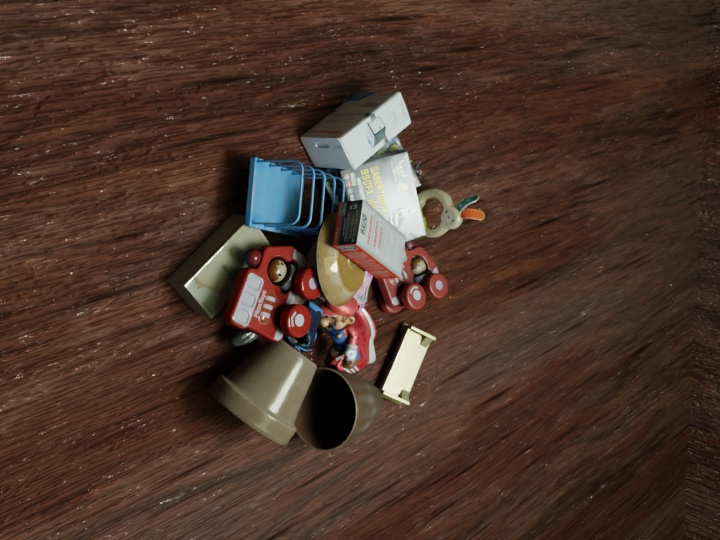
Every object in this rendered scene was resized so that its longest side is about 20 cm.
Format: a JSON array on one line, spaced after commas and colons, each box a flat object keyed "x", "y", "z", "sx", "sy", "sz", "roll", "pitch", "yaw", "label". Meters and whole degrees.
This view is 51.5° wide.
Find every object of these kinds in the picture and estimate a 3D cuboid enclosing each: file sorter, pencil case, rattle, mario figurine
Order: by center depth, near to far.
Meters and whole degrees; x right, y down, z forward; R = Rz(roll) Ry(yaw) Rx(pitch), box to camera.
[{"x": -0.130, "y": -0.146, "z": 1.546, "sx": 0.200, "sy": 0.122, "sz": 0.139, "roll": 9, "pitch": 86, "yaw": -65, "label": "file sorter"}, {"x": -0.060, "y": 0.134, "z": 1.671, "sx": 0.106, "sy": 0.123, "sz": 0.200, "roll": -65, "pitch": 154, "yaw": -46, "label": "mario figurine"}, {"x": 0.000, "y": 0.000, "z": 1.736, "sx": 0.087, "sy": 0.087, "sz": 0.200, "roll": 42, "pitch": 61, "yaw": -40, "label": "pencil case"}, {"x": 0.182, "y": -0.144, "z": 1.830, "sx": 0.143, "sy": 0.200, "sz": 0.130, "roll": 18, "pitch": 86, "yaw": -48, "label": "rattle"}]

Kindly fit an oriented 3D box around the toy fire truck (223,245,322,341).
[{"x": -0.179, "y": 0.039, "z": 1.500, "sx": 0.168, "sy": 0.112, "sz": 0.200, "roll": 35, "pitch": 67, "yaw": -44, "label": "toy fire truck"}]

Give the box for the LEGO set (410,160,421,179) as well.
[{"x": 0.063, "y": -0.198, "z": 1.768, "sx": 0.154, "sy": 0.116, "sz": 0.200, "roll": 33, "pitch": 77, "yaw": -42, "label": "LEGO set"}]

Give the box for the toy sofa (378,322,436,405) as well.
[{"x": 0.111, "y": 0.244, "z": 1.952, "sx": 0.083, "sy": 0.098, "sz": 0.200, "roll": 26, "pitch": 81, "yaw": -18, "label": "toy sofa"}]

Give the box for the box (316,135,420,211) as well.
[{"x": 0.020, "y": -0.209, "z": 1.699, "sx": 0.200, "sy": 0.040, "sz": 0.137, "roll": -29, "pitch": 105, "yaw": -3, "label": "box"}]

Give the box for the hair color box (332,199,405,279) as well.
[{"x": 0.022, "y": -0.061, "z": 1.559, "sx": 0.200, "sy": 0.061, "sz": 0.102, "roll": 37, "pitch": 56, "yaw": -54, "label": "hair color box"}]

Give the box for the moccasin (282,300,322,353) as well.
[{"x": -0.139, "y": 0.133, "z": 1.639, "sx": 0.068, "sy": 0.080, "sz": 0.200, "roll": -52, "pitch": 168, "yaw": -33, "label": "moccasin"}]

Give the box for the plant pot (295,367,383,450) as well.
[{"x": -0.034, "y": 0.320, "z": 1.775, "sx": 0.200, "sy": 0.187, "sz": 0.187, "roll": 6, "pitch": 95, "yaw": -57, "label": "plant pot"}]

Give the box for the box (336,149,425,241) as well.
[{"x": 0.047, "y": -0.153, "z": 1.669, "sx": 0.158, "sy": 0.048, "sz": 0.200, "roll": -16, "pitch": 109, "yaw": -7, "label": "box"}]

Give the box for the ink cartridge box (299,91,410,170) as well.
[{"x": -0.011, "y": -0.313, "z": 1.654, "sx": 0.200, "sy": 0.146, "sz": 0.086, "roll": -44, "pitch": 125, "yaw": -26, "label": "ink cartridge box"}]

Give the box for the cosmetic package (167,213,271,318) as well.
[{"x": -0.282, "y": -0.011, "z": 1.524, "sx": 0.200, "sy": 0.073, "sz": 0.104, "roll": -51, "pitch": 129, "yaw": -23, "label": "cosmetic package"}]

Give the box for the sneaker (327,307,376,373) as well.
[{"x": -0.025, "y": 0.175, "z": 1.789, "sx": 0.115, "sy": 0.078, "sz": 0.200, "roll": -36, "pitch": 130, "yaw": -31, "label": "sneaker"}]

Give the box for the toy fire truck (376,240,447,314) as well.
[{"x": 0.119, "y": 0.009, "z": 1.887, "sx": 0.200, "sy": 0.112, "sz": 0.168, "roll": -23, "pitch": 96, "yaw": -38, "label": "toy fire truck"}]

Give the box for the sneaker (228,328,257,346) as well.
[{"x": -0.231, "y": 0.072, "z": 1.600, "sx": 0.091, "sy": 0.076, "sz": 0.200, "roll": 49, "pitch": 57, "yaw": -31, "label": "sneaker"}]

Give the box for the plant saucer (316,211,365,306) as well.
[{"x": -0.031, "y": -0.024, "z": 1.572, "sx": 0.200, "sy": 0.035, "sz": 0.201, "roll": -1, "pitch": 90, "yaw": -66, "label": "plant saucer"}]

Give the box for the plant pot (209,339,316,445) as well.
[{"x": -0.187, "y": 0.238, "z": 1.567, "sx": 0.200, "sy": 0.200, "sz": 0.175, "roll": 42, "pitch": 80, "yaw": -40, "label": "plant pot"}]

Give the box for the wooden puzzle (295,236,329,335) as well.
[{"x": -0.083, "y": 0.024, "z": 1.744, "sx": 0.185, "sy": 0.037, "sz": 0.200, "roll": 46, "pitch": 63, "yaw": -40, "label": "wooden puzzle"}]
